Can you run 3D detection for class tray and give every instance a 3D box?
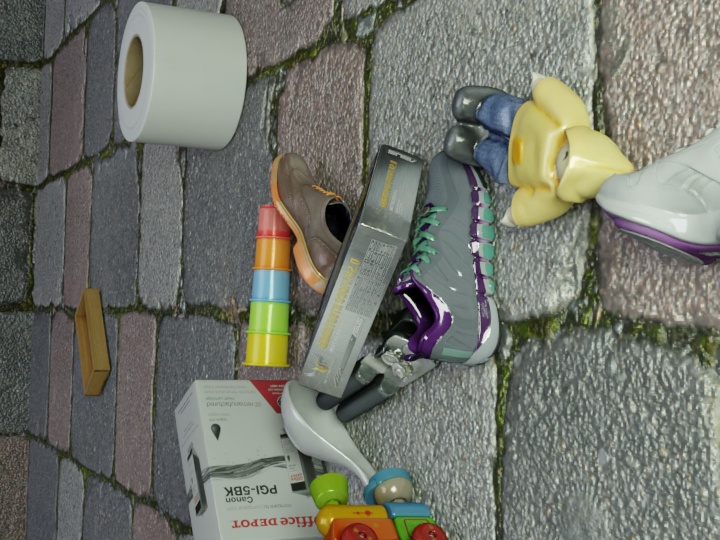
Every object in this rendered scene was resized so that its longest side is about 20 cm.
[{"bbox_3d":[-0.552,0.147,2.247,0.099,0.037,0.201,-59,38,45],"label":"tray"}]

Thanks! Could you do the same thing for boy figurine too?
[{"bbox_3d":[0.138,-0.090,0.861,0.200,0.064,0.125,-137,57,-61],"label":"boy figurine"}]

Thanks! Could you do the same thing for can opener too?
[{"bbox_3d":[0.019,0.102,1.111,0.200,0.053,0.067,-44,15,52],"label":"can opener"}]

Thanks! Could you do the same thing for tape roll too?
[{"bbox_3d":[-0.265,-0.282,1.596,0.202,0.139,0.204,-11,78,62],"label":"tape roll"}]

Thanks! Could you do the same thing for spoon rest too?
[{"bbox_3d":[-0.026,0.198,1.152,0.061,0.099,0.201,-36,61,16],"label":"spoon rest"}]

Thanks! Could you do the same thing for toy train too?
[{"bbox_3d":[-0.024,0.237,1.008,0.116,0.199,0.085,-111,35,-46],"label":"toy train"}]

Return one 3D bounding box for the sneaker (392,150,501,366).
[{"bbox_3d":[0.069,-0.016,0.963,0.074,0.087,0.201,-36,56,57],"label":"sneaker"}]

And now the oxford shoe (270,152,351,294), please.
[{"bbox_3d":[-0.045,-0.068,1.238,0.073,0.071,0.201,-44,51,28],"label":"oxford shoe"}]

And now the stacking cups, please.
[{"bbox_3d":[-0.114,0.020,1.361,0.060,0.060,0.201,-11,76,63],"label":"stacking cups"}]

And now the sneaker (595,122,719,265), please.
[{"bbox_3d":[0.230,-0.054,0.687,0.200,0.075,0.100,14,82,63],"label":"sneaker"}]

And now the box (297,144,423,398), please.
[{"bbox_3d":[0.000,0.000,1.070,0.159,0.048,0.201,-75,5,-55],"label":"box"}]

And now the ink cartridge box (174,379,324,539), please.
[{"bbox_3d":[-0.122,0.232,1.258,0.083,0.146,0.201,-52,44,46],"label":"ink cartridge box"}]
